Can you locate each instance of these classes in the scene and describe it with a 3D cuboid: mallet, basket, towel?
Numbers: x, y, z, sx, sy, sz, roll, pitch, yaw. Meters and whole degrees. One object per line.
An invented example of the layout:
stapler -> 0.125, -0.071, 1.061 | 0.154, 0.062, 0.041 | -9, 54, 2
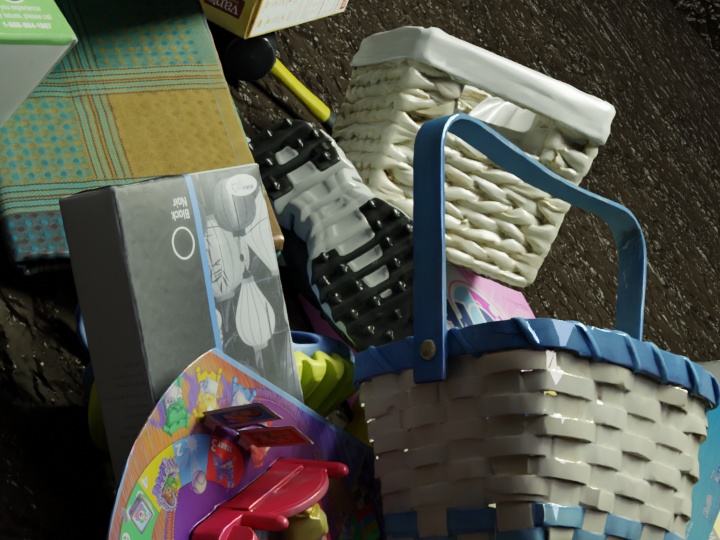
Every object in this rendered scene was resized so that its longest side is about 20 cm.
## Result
mallet -> -0.033, -0.123, 1.232 | 0.200, 0.041, 0.066 | 40, 21, -37
basket -> 0.079, 0.044, 0.783 | 0.176, 0.138, 0.202 | 24, 67, -44
basket -> 0.055, -0.072, 1.080 | 0.134, 0.125, 0.200 | 21, 2, -12
towel -> -0.132, -0.078, 0.891 | 0.145, 0.022, 0.201 | -4, 50, -23

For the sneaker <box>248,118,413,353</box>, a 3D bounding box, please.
sneaker -> 0.000, 0.000, 0.926 | 0.200, 0.066, 0.091 | 53, -9, 47

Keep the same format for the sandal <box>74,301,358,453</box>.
sandal -> -0.071, 0.041, 0.852 | 0.199, 0.079, 0.087 | 16, 37, -57

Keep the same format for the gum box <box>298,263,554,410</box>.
gum box -> 0.061, 0.060, 1.081 | 0.199, 0.066, 0.114 | 19, 37, -52

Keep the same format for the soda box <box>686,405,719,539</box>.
soda box -> 0.124, 0.147, 0.862 | 0.064, 0.068, 0.201 | 43, 63, -29

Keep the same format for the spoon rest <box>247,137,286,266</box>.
spoon rest -> -0.087, -0.055, 0.985 | 0.199, 0.060, 0.100 | 16, 41, -53

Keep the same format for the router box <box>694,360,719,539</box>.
router box -> 0.225, 0.161, 1.181 | 0.156, 0.052, 0.201 | -1, 51, -30

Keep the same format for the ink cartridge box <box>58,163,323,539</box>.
ink cartridge box -> -0.068, 0.058, 0.743 | 0.099, 0.039, 0.202 | -16, 96, -54

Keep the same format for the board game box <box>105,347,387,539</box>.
board game box -> -0.028, 0.131, 0.716 | 0.200, 0.039, 0.160 | 38, 58, -47

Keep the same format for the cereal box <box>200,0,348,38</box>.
cereal box -> -0.096, -0.217, 1.175 | 0.143, 0.040, 0.200 | 28, 21, 10

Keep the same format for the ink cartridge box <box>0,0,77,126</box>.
ink cartridge box -> -0.248, -0.162, 0.792 | 0.201, 0.084, 0.146 | 57, 29, 14

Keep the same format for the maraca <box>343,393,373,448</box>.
maraca -> 0.039, 0.129, 0.890 | 0.137, 0.106, 0.202 | 59, 29, -50
